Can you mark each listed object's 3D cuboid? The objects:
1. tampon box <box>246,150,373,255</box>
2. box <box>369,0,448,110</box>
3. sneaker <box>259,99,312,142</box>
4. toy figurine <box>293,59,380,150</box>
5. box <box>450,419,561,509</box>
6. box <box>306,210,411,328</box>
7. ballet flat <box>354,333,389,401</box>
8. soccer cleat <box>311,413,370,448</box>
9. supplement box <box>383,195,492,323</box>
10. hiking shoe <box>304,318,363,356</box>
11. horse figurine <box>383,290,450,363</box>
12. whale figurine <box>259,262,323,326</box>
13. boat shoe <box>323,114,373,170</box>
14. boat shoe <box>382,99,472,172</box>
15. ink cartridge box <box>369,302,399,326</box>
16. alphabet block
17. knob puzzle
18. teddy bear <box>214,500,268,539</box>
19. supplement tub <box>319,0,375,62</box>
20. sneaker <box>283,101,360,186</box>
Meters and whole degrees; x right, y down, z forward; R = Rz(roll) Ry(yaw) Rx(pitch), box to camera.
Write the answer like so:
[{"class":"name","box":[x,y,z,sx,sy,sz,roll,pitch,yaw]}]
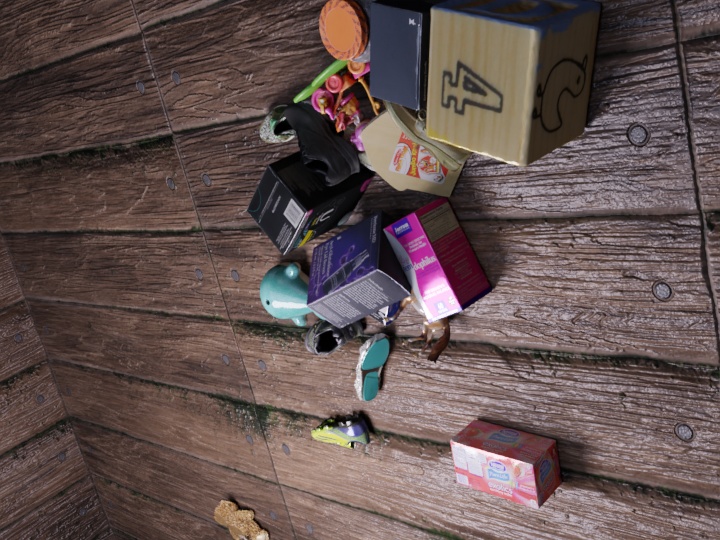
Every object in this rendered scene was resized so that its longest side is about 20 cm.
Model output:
[{"class":"tampon box","box":[-0.100,-0.153,1.700,0.127,0.199,0.151,49,139,13]},{"class":"box","box":[0.114,-0.364,1.361,0.106,0.199,0.151,23,127,34]},{"class":"sneaker","box":[-0.163,-0.306,1.766,0.198,0.088,0.078,-10,105,48]},{"class":"toy figurine","box":[0.002,-0.297,1.559,0.198,0.150,0.186,-33,98,23]},{"class":"box","box":[0.286,0.378,1.672,0.197,0.094,0.105,6,116,44]},{"class":"box","box":[0.000,0.000,1.670,0.198,0.150,0.104,-28,133,34]},{"class":"ballet flat","box":[0.016,0.205,1.883,0.071,0.071,0.203,35,132,27]},{"class":"soccer cleat","box":[-0.051,0.402,2.059,0.198,0.064,0.085,-21,98,49]},{"class":"supplement box","box":[0.145,-0.021,1.595,0.101,0.102,0.203,-26,90,50]},{"class":"hiking shoe","box":[-0.084,0.152,1.926,0.199,0.100,0.077,-29,90,49]},{"class":"horse figurine","box":[0.120,0.085,1.695,0.132,0.050,0.202,-39,75,12]},{"class":"whale figurine","box":[-0.153,0.062,1.945,0.198,0.103,0.163,20,124,40]},{"class":"boat shoe","box":[-0.018,-0.253,1.664,0.199,0.062,0.073,41,135,23]},{"class":"boat shoe","box":[0.117,-0.243,1.429,0.063,0.199,0.074,-41,35,20]},{"class":"ink cartridge box","box":[-0.002,0.028,1.816,0.198,0.044,0.096,30,129,32]},{"class":"alphabet block","box":[0.227,-0.301,1.286,0.194,0.194,0.204,25,129,37]},{"class":"knob puzzle","box":[0.095,-0.229,1.512,0.214,0.031,0.223,1,133,1]},{"class":"teddy bear","box":[-0.356,0.779,2.595,0.197,0.067,0.147,18,133,31]},{"class":"supplement tub","box":[0.030,-0.421,1.416,0.121,0.198,0.125,24,128,35]},{"class":"sneaker","box":[-0.089,-0.243,1.621,0.200,0.090,0.076,45,162,22]}]
